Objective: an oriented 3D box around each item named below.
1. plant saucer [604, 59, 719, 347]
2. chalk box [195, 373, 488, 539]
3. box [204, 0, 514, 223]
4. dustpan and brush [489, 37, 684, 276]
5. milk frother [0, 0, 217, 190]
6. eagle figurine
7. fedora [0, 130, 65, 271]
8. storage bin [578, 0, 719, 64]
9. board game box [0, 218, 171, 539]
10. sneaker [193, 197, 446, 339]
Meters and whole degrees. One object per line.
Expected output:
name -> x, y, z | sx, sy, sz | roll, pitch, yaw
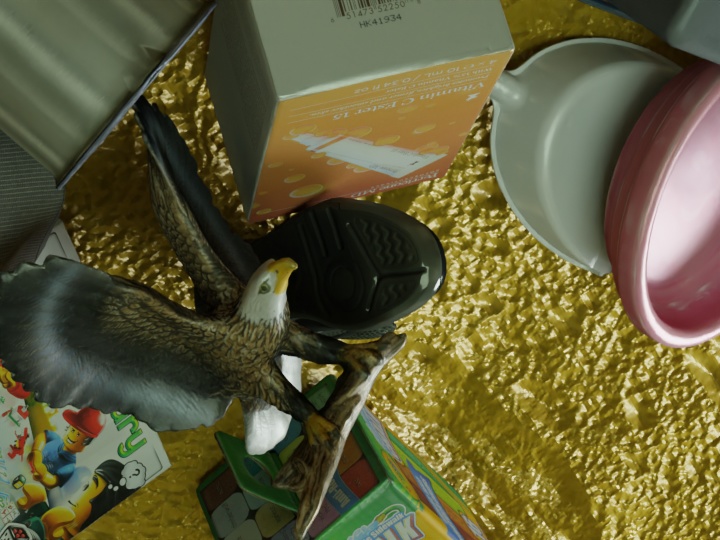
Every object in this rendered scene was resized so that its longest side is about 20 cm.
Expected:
plant saucer -> 0.217, -0.053, 1.225 | 0.200, 0.051, 0.202 | -29, 133, -36
chalk box -> -0.015, 0.163, 1.258 | 0.124, 0.125, 0.200 | -40, 127, 6
box -> -0.008, -0.111, 1.042 | 0.123, 0.098, 0.200 | -14, 167, -11
dustpan and brush -> 0.111, -0.096, 1.193 | 0.199, 0.057, 0.140 | 28, 93, -43
milk frother -> -0.147, -0.178, 0.936 | 0.188, 0.181, 0.200 | 41, 94, -9
eagle figurine -> -0.079, 0.020, 1.032 | 0.199, 0.152, 0.152 | 31, 111, -5
fedora -> -0.219, -0.039, 1.035 | 0.090, 0.199, 0.179 | -13, 84, -42
storage bin -> 0.203, -0.214, 1.105 | 0.144, 0.135, 0.201 | 16, 113, -29
board game box -> -0.199, 0.075, 1.163 | 0.126, 0.035, 0.201 | -36, 130, -21
sneaker -> 0.000, 0.000, 1.145 | 0.114, 0.199, 0.077 | -10, 84, -39
